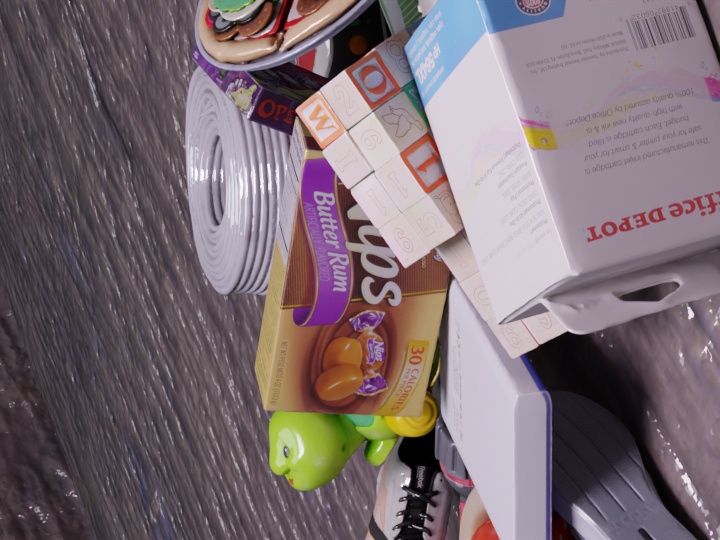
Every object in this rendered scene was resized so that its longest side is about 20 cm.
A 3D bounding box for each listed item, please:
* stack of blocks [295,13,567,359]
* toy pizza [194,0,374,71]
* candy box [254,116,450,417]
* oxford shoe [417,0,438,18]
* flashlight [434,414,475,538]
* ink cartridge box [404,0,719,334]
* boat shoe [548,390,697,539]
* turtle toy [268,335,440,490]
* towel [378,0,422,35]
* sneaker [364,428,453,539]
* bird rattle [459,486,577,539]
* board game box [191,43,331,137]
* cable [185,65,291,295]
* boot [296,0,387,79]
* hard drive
[{"bbox_3d":[0.067,-0.050,1.120,0.201,0.115,0.058,55,142,-3],"label":"stack of blocks"},{"bbox_3d":[-0.039,-0.219,1.259,0.032,0.200,0.200,44,-178,-36],"label":"toy pizza"},{"bbox_3d":[0.000,0.000,1.267,0.057,0.116,0.202,-108,26,-58],"label":"candy box"},{"bbox_3d":[0.064,-0.170,1.182,0.057,0.075,0.201,2,121,35],"label":"oxford shoe"},{"bbox_3d":[0.090,0.196,1.425,0.068,0.067,0.202,46,144,50],"label":"flashlight"},{"bbox_3d":[0.125,-0.066,1.033,0.125,0.127,0.202,138,116,-69],"label":"ink cartridge box"},{"bbox_3d":[0.162,0.162,1.192,0.062,0.071,0.201,87,158,-46],"label":"boat shoe"},{"bbox_3d":[0.001,0.081,1.438,0.201,0.101,0.146,-65,15,-12],"label":"turtle toy"},{"bbox_3d":[0.044,-0.235,1.304,0.200,0.023,0.154,124,129,-66],"label":"towel"},{"bbox_3d":[0.036,0.201,1.477,0.080,0.073,0.201,104,174,-46],"label":"sneaker"},{"bbox_3d":[0.111,0.215,1.305,0.163,0.112,0.201,49,147,48],"label":"bird rattle"},{"bbox_3d":[-0.014,-0.108,1.318,0.120,0.199,0.033,41,109,55],"label":"board game box"},{"bbox_3d":[-0.095,-0.078,1.546,0.201,0.069,0.201,-112,26,-44],"label":"cable"},{"bbox_3d":[-0.027,-0.161,1.486,0.144,0.072,0.202,-167,75,-70],"label":"boot"},{"bbox_3d":[0.087,0.091,1.231,0.200,0.025,0.133,-115,20,-63],"label":"hard drive"}]
